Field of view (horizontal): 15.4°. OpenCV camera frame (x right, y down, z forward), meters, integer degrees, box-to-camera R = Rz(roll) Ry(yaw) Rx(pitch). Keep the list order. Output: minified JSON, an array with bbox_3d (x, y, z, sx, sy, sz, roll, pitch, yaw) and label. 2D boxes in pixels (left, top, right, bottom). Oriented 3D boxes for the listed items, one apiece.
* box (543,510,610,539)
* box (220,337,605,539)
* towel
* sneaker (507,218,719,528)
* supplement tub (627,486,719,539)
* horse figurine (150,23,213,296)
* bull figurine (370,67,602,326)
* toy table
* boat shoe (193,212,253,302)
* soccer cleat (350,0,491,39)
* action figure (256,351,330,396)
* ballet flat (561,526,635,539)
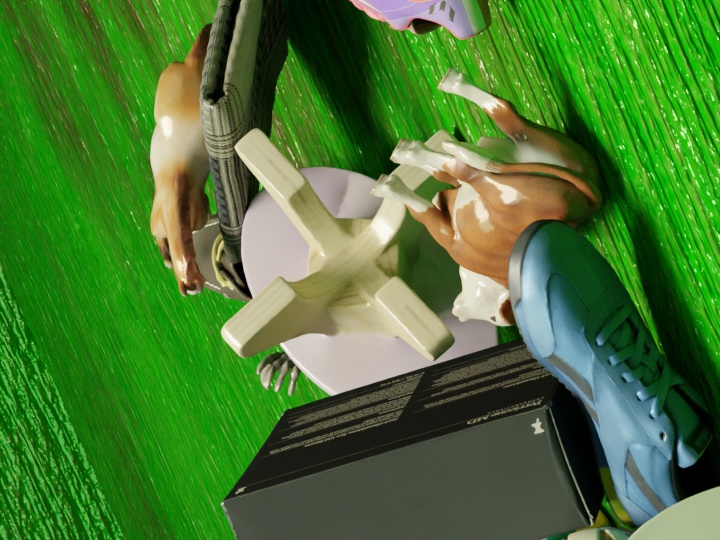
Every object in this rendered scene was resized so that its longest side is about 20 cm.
[{"bbox_3d":[0.097,0.143,1.750,0.200,0.048,0.118,54,161,41],"label":"box"},{"bbox_3d":[0.040,0.111,1.512,0.079,0.200,0.141,69,-160,-11],"label":"box"},{"bbox_3d":[-0.069,-0.133,1.731,0.193,0.034,0.200,85,-169,-58],"label":"towel"},{"bbox_3d":[0.147,0.058,1.405,0.078,0.066,0.200,4,127,52],"label":"sneaker"},{"bbox_3d":[0.209,0.216,1.292,0.145,0.144,0.200,30,142,65],"label":"supplement tub"},{"bbox_3d":[-0.113,-0.079,1.771,0.133,0.050,0.201,78,-161,-86],"label":"horse figurine"},{"bbox_3d":[0.071,-0.035,1.482,0.121,0.065,0.200,31,155,-2],"label":"bull figurine"},{"bbox_3d":[0.000,0.000,1.643,0.200,0.184,0.117,34,170,18],"label":"toy table"},{"bbox_3d":[-0.063,-0.011,1.798,0.201,0.060,0.072,3,94,47],"label":"boat shoe"},{"bbox_3d":[0.015,-0.166,1.503,0.073,0.068,0.200,64,163,-14],"label":"soccer cleat"},{"bbox_3d":[-0.013,0.061,1.869,0.119,0.102,0.201,-2,112,38],"label":"action figure"},{"bbox_3d":[0.128,0.168,1.399,0.200,0.067,0.062,-74,-34,-71],"label":"ballet flat"}]
